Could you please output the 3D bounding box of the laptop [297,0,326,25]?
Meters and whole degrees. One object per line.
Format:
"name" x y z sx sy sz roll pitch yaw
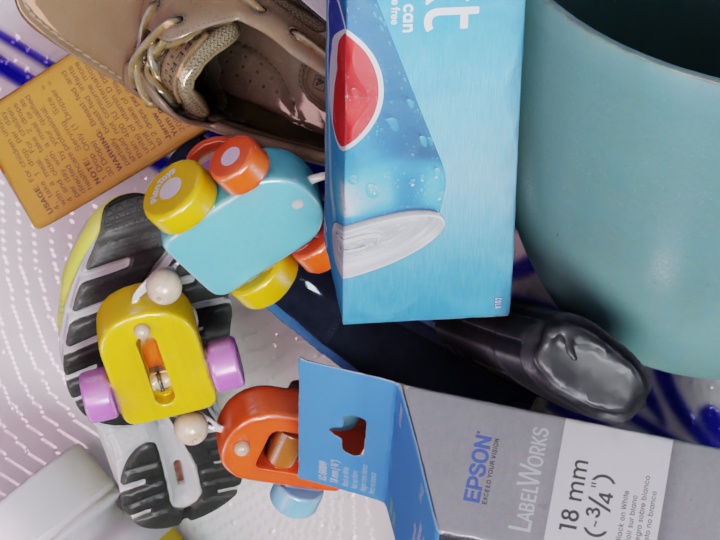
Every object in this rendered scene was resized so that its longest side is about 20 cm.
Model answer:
"laptop" -0.026 -0.209 1.057 0.187 0.116 0.200 45 115 48

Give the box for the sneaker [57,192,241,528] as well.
"sneaker" -0.105 0.029 1.234 0.078 0.090 0.200 -15 139 -12

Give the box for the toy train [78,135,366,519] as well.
"toy train" -0.038 0.015 1.143 0.150 0.056 0.200 6 130 -18

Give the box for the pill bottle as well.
"pill bottle" -0.109 0.189 1.305 0.114 0.114 0.200 -41 88 29

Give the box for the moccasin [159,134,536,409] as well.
"moccasin" 0.000 0.000 1.214 0.200 0.081 0.068 40 104 -19

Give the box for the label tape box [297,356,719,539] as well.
"label tape box" 0.066 0.108 1.093 0.199 0.063 0.144 11 156 4

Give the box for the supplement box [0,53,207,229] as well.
"supplement box" -0.078 -0.094 1.222 0.200 0.067 0.069 -32 93 28

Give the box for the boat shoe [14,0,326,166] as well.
"boat shoe" -0.065 -0.096 1.140 0.200 0.065 0.071 19 114 17

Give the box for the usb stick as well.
"usb stick" 0.070 0.032 1.092 0.055 0.200 0.033 30 88 -9

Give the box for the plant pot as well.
"plant pot" 0.146 -0.056 1.070 0.200 0.201 0.161 19 128 17

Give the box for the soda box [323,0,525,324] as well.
"soda box" 0.022 -0.080 1.004 0.068 0.064 0.200 -3 122 -6
